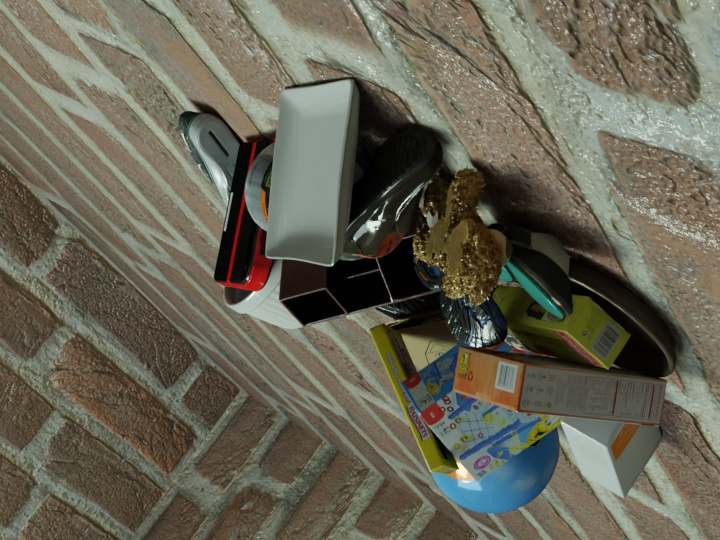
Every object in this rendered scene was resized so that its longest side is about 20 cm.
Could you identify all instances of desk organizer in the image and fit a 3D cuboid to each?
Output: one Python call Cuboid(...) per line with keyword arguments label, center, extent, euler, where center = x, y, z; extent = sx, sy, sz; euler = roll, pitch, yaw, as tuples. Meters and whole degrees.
Cuboid(label="desk organizer", center=(0.000, 0.000, 1.746), extent=(0.199, 0.077, 0.072), euler=(-16, 140, 22))

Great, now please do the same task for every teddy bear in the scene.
Cuboid(label="teddy bear", center=(0.109, -0.036, 1.496), extent=(0.066, 0.146, 0.200), euler=(6, 178, -16))

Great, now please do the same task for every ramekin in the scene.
Cuboid(label="ramekin", center=(-0.092, -0.016, 1.919), extent=(0.105, 0.201, 0.200), euler=(29, 170, -21))

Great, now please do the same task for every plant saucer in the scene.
Cuboid(label="plant saucer", center=(0.267, 0.049, 1.566), extent=(0.200, 0.030, 0.200), euler=(34, 166, 10))

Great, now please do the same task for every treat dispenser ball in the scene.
Cuboid(label="treat dispenser ball", center=(0.196, 0.259, 2.093), extent=(0.200, 0.201, 0.201), euler=(34, 167, 9))

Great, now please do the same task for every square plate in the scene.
Cuboid(label="square plate", center=(-0.051, -0.108, 1.568), extent=(0.028, 0.199, 0.200), euler=(5, -179, -25))

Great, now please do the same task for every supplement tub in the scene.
Cuboid(label="supplement tub", center=(-0.039, -0.084, 1.695), extent=(0.200, 0.123, 0.123), euler=(20, 159, 49))

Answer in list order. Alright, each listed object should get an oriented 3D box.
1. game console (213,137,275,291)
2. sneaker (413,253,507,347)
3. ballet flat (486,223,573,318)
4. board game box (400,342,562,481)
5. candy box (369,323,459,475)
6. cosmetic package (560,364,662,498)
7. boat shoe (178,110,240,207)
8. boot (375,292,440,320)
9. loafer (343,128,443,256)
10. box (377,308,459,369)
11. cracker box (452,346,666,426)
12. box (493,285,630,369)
Cuboid(label="game console", center=(-0.143, -0.075, 1.861), extent=(0.031, 0.201, 0.177), euler=(12, 178, -20))
Cuboid(label="sneaker", center=(0.128, 0.014, 1.614), extent=(0.200, 0.078, 0.076), euler=(-117, 28, -48))
Cuboid(label="ballet flat", center=(0.176, -0.012, 1.492), extent=(0.068, 0.068, 0.200), euler=(50, 171, -31))
Cuboid(label="board game box", center=(0.179, 0.151, 1.768), extent=(0.200, 0.195, 0.056), euler=(51, -174, -47))
Cuboid(label="candy box", center=(0.071, 0.168, 1.826), extent=(0.201, 0.026, 0.102), euler=(67, -173, 15))
Cuboid(label="cosmetic package", center=(0.323, 0.205, 1.797), extent=(0.071, 0.102, 0.200), euler=(29, 165, 27))
Cuboid(label="boat shoe", center=(-0.192, -0.155, 1.995), extent=(0.071, 0.072, 0.200), euler=(36, 160, 45))
Cuboid(label="boot", center=(0.063, 0.055, 2.001), extent=(0.211, 0.080, 0.158), euler=(29, 165, 30))
Cuboid(label="loafer", center=(0.036, -0.082, 1.527), extent=(0.071, 0.073, 0.200), euler=(21, 141, -24))
Cuboid(label="box", center=(0.143, 0.115, 1.934), extent=(0.163, 0.021, 0.200), euler=(-16, 139, 40))
Cuboid(label="cracker box", center=(0.223, 0.129, 1.576), extent=(0.199, 0.058, 0.134), euler=(9, -179, -29))
Cuboid(label="box", center=(0.212, 0.061, 1.576), extent=(0.075, 0.050, 0.200), euler=(40, 166, -23))
